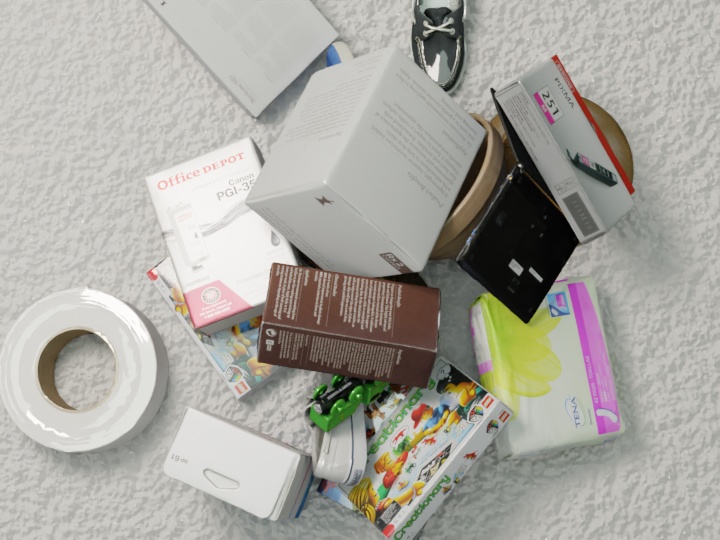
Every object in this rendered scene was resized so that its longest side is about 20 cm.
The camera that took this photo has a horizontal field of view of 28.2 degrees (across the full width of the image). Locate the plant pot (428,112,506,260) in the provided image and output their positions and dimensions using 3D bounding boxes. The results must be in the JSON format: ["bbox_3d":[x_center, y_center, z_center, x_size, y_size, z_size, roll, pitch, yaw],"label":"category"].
[{"bbox_3d":[0.110,-0.083,1.722,0.093,0.201,0.201,38,86,-29],"label":"plant pot"}]

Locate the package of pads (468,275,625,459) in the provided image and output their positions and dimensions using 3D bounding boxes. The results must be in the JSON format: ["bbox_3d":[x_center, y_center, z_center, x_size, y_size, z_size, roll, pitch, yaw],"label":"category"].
[{"bbox_3d":[0.217,0.116,1.702,0.154,0.068,0.201,-9,80,-13],"label":"package of pads"}]

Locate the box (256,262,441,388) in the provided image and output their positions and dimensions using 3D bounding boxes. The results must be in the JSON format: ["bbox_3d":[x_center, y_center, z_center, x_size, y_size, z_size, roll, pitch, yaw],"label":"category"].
[{"bbox_3d":[-0.012,0.062,1.624,0.199,0.075,0.100,9,45,-1],"label":"box"}]

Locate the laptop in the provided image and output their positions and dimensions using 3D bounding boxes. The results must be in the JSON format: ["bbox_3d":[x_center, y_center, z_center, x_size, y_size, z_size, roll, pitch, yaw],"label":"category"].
[{"bbox_3d":[0.171,-0.073,1.644,0.103,0.177,0.200,28,83,42],"label":"laptop"}]

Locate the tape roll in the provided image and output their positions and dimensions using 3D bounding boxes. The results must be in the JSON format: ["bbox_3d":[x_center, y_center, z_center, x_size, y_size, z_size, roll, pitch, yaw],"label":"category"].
[{"bbox_3d":[-0.341,0.123,1.767,0.201,0.071,0.203,-1,82,6],"label":"tape roll"}]

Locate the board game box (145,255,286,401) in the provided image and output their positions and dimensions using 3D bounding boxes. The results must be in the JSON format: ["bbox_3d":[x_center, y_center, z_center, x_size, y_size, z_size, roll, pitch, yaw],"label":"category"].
[{"bbox_3d":[-0.158,0.045,1.778,0.126,0.035,0.200,-37,80,-2],"label":"board game box"}]

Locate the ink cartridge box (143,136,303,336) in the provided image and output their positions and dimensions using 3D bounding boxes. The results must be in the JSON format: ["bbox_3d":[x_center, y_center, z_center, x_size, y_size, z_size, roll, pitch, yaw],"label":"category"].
[{"bbox_3d":[-0.161,-0.041,1.732,0.146,0.083,0.201,-21,80,1],"label":"ink cartridge box"}]

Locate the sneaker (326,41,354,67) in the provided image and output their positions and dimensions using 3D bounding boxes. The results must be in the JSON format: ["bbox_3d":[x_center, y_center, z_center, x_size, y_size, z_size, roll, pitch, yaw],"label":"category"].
[{"bbox_3d":[-0.051,-0.182,1.779,0.111,0.077,0.201,-7,88,-5],"label":"sneaker"}]

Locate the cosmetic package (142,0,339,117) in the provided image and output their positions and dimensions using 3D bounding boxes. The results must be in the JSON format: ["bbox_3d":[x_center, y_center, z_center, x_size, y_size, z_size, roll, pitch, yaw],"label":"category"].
[{"bbox_3d":[-0.148,-0.314,1.776,0.151,0.052,0.200,-45,108,-7],"label":"cosmetic package"}]

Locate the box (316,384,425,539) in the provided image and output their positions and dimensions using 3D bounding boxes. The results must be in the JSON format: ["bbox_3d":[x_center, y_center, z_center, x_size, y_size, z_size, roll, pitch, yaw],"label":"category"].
[{"bbox_3d":[0.052,0.209,1.735,0.136,0.038,0.201,26,85,8],"label":"box"}]

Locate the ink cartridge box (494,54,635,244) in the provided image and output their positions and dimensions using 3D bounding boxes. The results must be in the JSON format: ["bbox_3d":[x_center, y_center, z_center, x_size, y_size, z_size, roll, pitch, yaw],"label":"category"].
[{"bbox_3d":[0.255,-0.152,1.664,0.043,0.173,0.200,-27,97,40],"label":"ink cartridge box"}]

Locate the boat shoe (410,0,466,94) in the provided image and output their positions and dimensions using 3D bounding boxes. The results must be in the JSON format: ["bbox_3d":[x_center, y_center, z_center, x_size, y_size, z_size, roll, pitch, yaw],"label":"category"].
[{"bbox_3d":[0.096,-0.321,1.794,0.075,0.060,0.201,-5,82,4],"label":"boat shoe"}]

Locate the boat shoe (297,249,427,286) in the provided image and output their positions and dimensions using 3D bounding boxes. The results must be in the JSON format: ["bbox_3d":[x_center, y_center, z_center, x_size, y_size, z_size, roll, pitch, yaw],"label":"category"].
[{"bbox_3d":[-0.001,0.000,1.759,0.200,0.072,0.068,35,116,13],"label":"boat shoe"}]

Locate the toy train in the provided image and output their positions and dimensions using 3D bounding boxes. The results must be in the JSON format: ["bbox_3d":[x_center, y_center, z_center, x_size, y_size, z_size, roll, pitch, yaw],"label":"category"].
[{"bbox_3d":[0.018,0.121,1.663,0.042,0.057,0.200,38,50,26],"label":"toy train"}]

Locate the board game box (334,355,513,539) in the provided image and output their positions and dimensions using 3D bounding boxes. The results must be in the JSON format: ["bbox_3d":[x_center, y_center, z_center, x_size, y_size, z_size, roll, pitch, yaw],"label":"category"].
[{"bbox_3d":[0.071,0.207,1.653,0.200,0.035,0.126,-51,38,-3],"label":"board game box"}]

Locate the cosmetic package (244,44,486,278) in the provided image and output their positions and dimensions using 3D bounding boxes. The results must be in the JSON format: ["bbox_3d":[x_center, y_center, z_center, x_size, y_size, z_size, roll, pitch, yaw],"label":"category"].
[{"bbox_3d":[0.007,-0.118,1.640,0.165,0.165,0.201,40,63,-27],"label":"cosmetic package"}]

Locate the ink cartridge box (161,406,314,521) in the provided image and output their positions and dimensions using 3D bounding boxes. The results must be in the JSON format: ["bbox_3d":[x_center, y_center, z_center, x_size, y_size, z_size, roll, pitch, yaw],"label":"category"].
[{"bbox_3d":[-0.135,0.227,1.667,0.144,0.200,0.085,22,85,7],"label":"ink cartridge box"}]

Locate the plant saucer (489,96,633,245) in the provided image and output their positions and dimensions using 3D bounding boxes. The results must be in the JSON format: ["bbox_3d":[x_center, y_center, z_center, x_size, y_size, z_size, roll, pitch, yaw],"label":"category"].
[{"bbox_3d":[0.238,-0.127,1.767,0.199,0.035,0.201,-1,82,5],"label":"plant saucer"}]

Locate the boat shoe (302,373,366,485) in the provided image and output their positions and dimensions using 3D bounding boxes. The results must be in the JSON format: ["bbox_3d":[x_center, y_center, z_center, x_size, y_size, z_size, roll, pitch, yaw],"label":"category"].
[{"bbox_3d":[-0.036,0.162,1.687,0.065,0.074,0.200,11,38,-18],"label":"boat shoe"}]
